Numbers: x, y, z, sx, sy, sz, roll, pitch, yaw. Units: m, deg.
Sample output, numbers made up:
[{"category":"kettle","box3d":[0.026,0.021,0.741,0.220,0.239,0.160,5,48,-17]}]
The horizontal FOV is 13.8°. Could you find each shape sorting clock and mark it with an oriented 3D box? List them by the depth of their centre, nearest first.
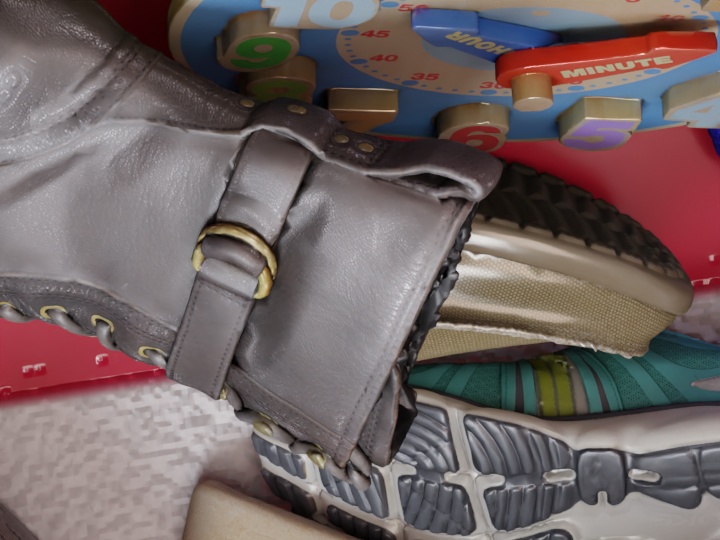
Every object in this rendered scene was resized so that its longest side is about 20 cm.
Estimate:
[{"category":"shape sorting clock","box3d":[0.046,-0.064,0.827,0.199,0.200,0.039,3,72,-12]}]

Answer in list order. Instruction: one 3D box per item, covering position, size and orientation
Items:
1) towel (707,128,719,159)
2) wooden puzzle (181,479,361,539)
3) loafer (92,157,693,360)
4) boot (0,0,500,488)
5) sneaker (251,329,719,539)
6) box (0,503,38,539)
[{"category":"towel","box3d":[0.195,-0.034,0.935,0.147,0.050,0.200,-28,112,0]},{"category":"wooden puzzle","box3d":[0.006,0.182,0.914,0.199,0.046,0.186,21,109,25]},{"category":"loafer","box3d":[0.000,0.000,0.899,0.199,0.076,0.068,11,108,-4]},{"category":"boot","box3d":[-0.068,0.010,0.819,0.174,0.069,0.200,30,131,1]},{"category":"sneaker","box3d":[0.066,0.055,0.929,0.199,0.080,0.078,3,125,7]},{"category":"box","box3d":[-0.168,0.165,0.906,0.200,0.101,0.113,-39,112,4]}]
